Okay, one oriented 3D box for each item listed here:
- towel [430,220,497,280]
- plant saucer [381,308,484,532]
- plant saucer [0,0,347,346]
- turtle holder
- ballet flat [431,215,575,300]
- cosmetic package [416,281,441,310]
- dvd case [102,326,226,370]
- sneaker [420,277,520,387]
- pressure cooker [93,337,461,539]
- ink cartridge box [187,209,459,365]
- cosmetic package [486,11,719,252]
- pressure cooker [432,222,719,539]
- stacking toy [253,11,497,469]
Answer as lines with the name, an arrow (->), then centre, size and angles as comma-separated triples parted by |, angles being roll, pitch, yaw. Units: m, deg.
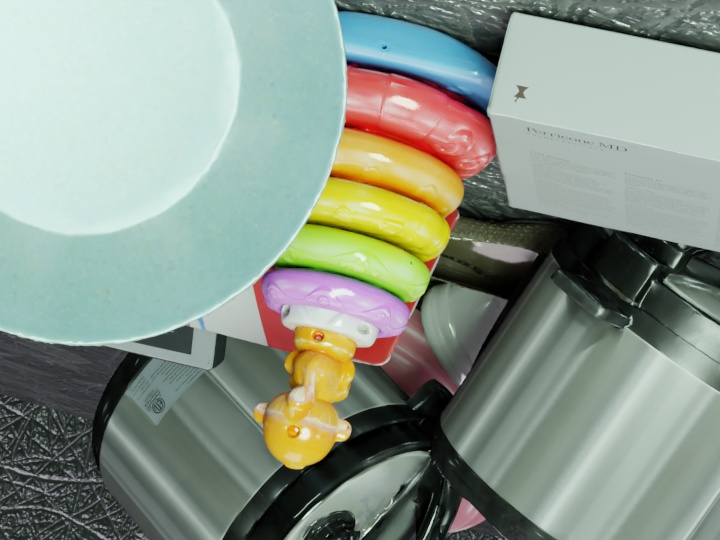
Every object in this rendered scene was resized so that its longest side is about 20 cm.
towel -> 0.000, 0.000, 1.339 | 0.199, 0.018, 0.086 | -7, 161, 17
plant saucer -> 0.007, 0.104, 1.430 | 0.200, 0.051, 0.201 | 20, 134, 22
plant saucer -> -0.106, -0.072, 0.840 | 0.200, 0.202, 0.039 | 19, -173, -21
turtle holder -> -0.115, -0.078, 0.933 | 0.132, 0.186, 0.141 | 41, 175, -22
ballet flat -> 0.067, -0.007, 1.247 | 0.199, 0.046, 0.067 | 19, 138, -9
cosmetic package -> 0.133, 0.066, 1.473 | 0.199, 0.081, 0.113 | 5, 166, 41
dvd case -> -0.165, -0.036, 1.210 | 0.199, 0.151, 0.025 | 12, -162, 14
sneaker -> 0.123, 0.079, 1.339 | 0.088, 0.075, 0.200 | -24, 118, 26
pressure cooker -> -0.043, 0.128, 1.274 | 0.178, 0.176, 0.200 | -18, -131, -39
ink cartridge box -> -0.062, -0.031, 1.085 | 0.199, 0.116, 0.067 | 12, 142, 20
cosmetic package -> 0.161, -0.049, 0.943 | 0.199, 0.052, 0.151 | 13, 171, 10
pressure cooker -> 0.158, 0.063, 1.160 | 0.178, 0.200, 0.176 | 33, -168, -1
stacking toy -> -0.005, -0.006, 0.979 | 0.116, 0.201, 0.110 | 12, 169, 7
